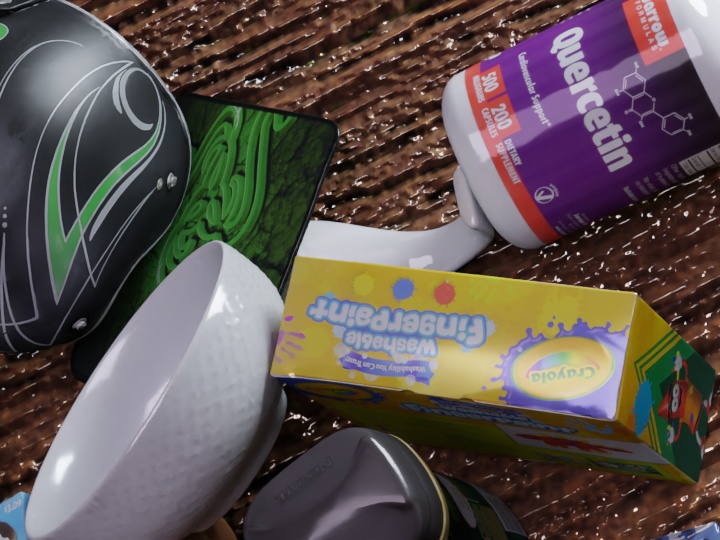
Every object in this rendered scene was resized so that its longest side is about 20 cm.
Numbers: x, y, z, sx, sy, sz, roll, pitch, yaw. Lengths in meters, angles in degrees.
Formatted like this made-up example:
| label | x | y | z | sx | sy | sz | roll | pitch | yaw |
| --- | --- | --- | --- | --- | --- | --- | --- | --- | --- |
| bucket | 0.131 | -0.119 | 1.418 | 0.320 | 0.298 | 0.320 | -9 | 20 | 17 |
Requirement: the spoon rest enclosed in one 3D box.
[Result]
| label | x | y | z | sx | sy | sz | roll | pitch | yaw |
| --- | --- | --- | --- | --- | --- | --- | --- | --- | --- |
| spoon rest | 0.000 | 0.000 | 1.436 | 0.200 | 0.061 | 0.100 | -24 | 64 | 29 |

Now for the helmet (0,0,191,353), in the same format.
| label | x | y | z | sx | sy | sz | roll | pitch | yaw |
| --- | --- | --- | --- | --- | --- | --- | --- | --- | --- |
| helmet | -0.218 | -0.052 | 1.459 | 0.200 | 0.200 | 0.191 | 21 | 60 | 27 |

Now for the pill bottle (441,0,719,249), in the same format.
| label | x | y | z | sx | sy | sz | roll | pitch | yaw |
| --- | --- | --- | --- | --- | --- | --- | --- | --- | --- |
| pill bottle | 0.154 | -0.100 | 1.361 | 0.200 | 0.112 | 0.113 | -26 | 66 | 14 |

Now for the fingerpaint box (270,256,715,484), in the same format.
| label | x | y | z | sx | sy | sz | roll | pitch | yaw |
| --- | --- | --- | --- | --- | --- | --- | --- | --- | --- |
| fingerpaint box | 0.077 | 0.055 | 1.316 | 0.199 | 0.167 | 0.074 | 6 | 77 | 25 |

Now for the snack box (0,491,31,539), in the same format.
| label | x | y | z | sx | sy | sz | roll | pitch | yaw |
| --- | --- | --- | --- | --- | --- | --- | --- | --- | --- |
| snack box | -0.253 | 0.227 | 1.441 | 0.200 | 0.037 | 0.117 | -31 | 56 | 31 |

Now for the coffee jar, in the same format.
| label | x | y | z | sx | sy | sz | roll | pitch | yaw |
| --- | --- | --- | --- | --- | --- | --- | --- | --- | --- |
| coffee jar | 0.018 | 0.151 | 1.292 | 0.104 | 0.200 | 0.085 | -39 | 63 | 8 |

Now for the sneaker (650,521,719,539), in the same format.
| label | x | y | z | sx | sy | sz | roll | pitch | yaw |
| --- | --- | --- | --- | --- | --- | --- | --- | --- | --- |
| sneaker | 0.188 | 0.198 | 1.272 | 0.199 | 0.081 | 0.115 | -24 | 64 | 13 |

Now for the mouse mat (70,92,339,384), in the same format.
| label | x | y | z | sx | sy | sz | roll | pitch | yaw |
| --- | --- | --- | --- | --- | --- | --- | --- | --- | --- |
| mouse mat | -0.099 | -0.011 | 1.476 | 0.161 | 0.008 | 0.201 | 14 | 79 | 44 |

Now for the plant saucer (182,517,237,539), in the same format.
| label | x | y | z | sx | sy | sz | roll | pitch | yaw |
| --- | --- | --- | --- | --- | --- | --- | --- | --- | --- |
| plant saucer | -0.144 | 0.223 | 1.392 | 0.200 | 0.032 | 0.201 | -26 | 50 | 35 |

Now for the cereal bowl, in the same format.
| label | x | y | z | sx | sy | sz | roll | pitch | yaw |
| --- | --- | --- | --- | --- | --- | --- | --- | --- | --- |
| cereal bowl | -0.102 | 0.087 | 1.347 | 0.083 | 0.200 | 0.200 | 35 | 90 | -15 |
